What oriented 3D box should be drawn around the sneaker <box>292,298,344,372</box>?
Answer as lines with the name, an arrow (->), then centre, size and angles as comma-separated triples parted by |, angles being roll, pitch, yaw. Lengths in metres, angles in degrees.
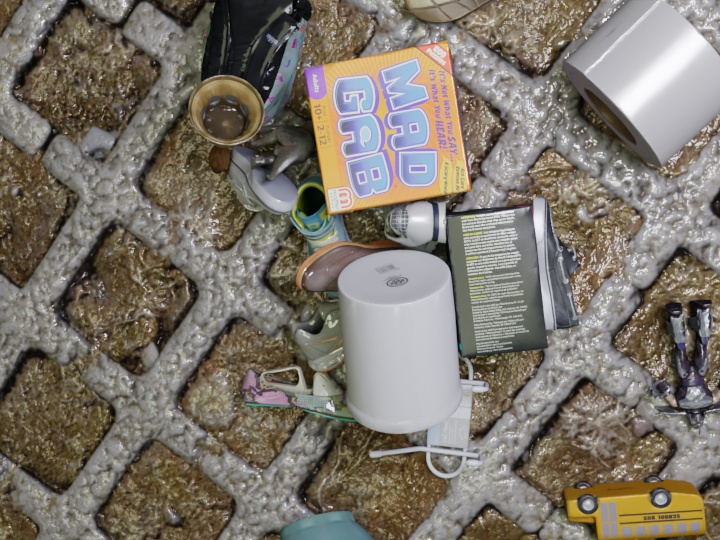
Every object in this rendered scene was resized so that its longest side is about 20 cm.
sneaker -> -0.015, 0.071, 1.446 | 0.199, 0.076, 0.092 | -34, 118, 8

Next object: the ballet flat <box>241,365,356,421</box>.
ballet flat -> -0.090, 0.186, 1.488 | 0.198, 0.069, 0.072 | 8, 95, 11

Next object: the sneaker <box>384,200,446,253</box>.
sneaker -> 0.072, -0.065, 1.373 | 0.080, 0.200, 0.077 | -3, 83, -5

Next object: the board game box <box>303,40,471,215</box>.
board game box -> 0.047, -0.197, 1.362 | 0.198, 0.200, 0.202 | -9, 94, 8

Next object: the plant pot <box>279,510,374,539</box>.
plant pot -> -0.053, 0.449, 1.459 | 0.199, 0.200, 0.135 | -18, 66, 9

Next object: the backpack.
backpack -> -0.158, -0.316, 1.414 | 0.166, 0.126, 0.202 | 18, 100, 19

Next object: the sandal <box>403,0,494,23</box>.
sandal -> 0.158, -0.418, 1.404 | 0.198, 0.054, 0.081 | -22, 98, -6

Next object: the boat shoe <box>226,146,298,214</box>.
boat shoe -> -0.149, -0.119, 1.416 | 0.073, 0.200, 0.066 | 12, 111, -27

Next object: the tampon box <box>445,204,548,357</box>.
tampon box -> 0.192, 0.010, 1.386 | 0.125, 0.150, 0.202 | -6, 95, 4

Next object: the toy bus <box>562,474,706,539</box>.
toy bus -> 0.410, 0.359, 1.440 | 0.198, 0.065, 0.079 | -7, 96, 7

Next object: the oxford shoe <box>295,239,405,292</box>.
oxford shoe -> 0.000, 0.000, 1.396 | 0.199, 0.073, 0.072 | -14, 125, -32

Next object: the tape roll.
tape roll -> 0.394, -0.260, 1.311 | 0.139, 0.203, 0.203 | -43, 89, 10

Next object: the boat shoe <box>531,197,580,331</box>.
boat shoe -> 0.291, -0.011, 1.414 | 0.067, 0.072, 0.202 | -7, 97, 10

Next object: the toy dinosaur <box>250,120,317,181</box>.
toy dinosaur -> -0.105, -0.181, 1.380 | 0.101, 0.200, 0.078 | -8, 103, 8

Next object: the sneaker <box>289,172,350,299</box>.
sneaker -> -0.057, -0.044, 1.426 | 0.079, 0.131, 0.202 | -16, 95, 8

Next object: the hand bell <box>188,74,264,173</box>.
hand bell -> -0.200, -0.189, 1.389 | 0.103, 0.200, 0.105 | 3, 72, -10

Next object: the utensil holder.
utensil holder -> 0.055, 0.096, 1.331 | 0.168, 0.170, 0.202 | -2, 119, 7

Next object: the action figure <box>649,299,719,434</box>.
action figure -> 0.487, 0.146, 1.407 | 0.129, 0.069, 0.202 | -8, 99, -1

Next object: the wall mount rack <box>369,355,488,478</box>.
wall mount rack -> 0.106, 0.225, 1.460 | 0.172, 0.075, 0.202 | 4, 95, 9
